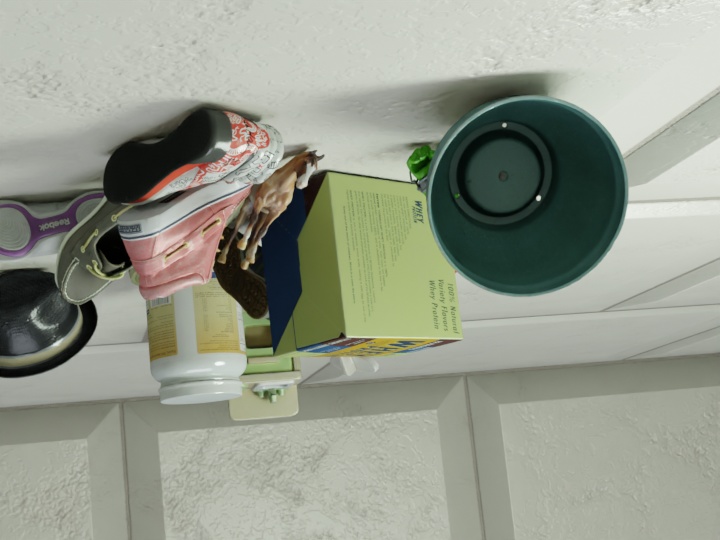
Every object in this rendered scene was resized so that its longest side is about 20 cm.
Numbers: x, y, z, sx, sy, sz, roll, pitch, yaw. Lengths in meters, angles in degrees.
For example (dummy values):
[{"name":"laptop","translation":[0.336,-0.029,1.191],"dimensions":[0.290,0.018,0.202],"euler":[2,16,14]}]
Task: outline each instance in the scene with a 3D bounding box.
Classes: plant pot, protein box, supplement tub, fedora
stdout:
[{"name":"plant pot","translation":[0.156,-0.087,1.325],"dimensions":[0.200,0.200,0.134],"euler":[-5,-164,-6]},{"name":"protein box","translation":[0.000,0.000,1.594],"dimensions":[0.200,0.199,0.135],"euler":[4,165,-43]},{"name":"supplement tub","translation":[-0.245,0.093,1.938],"dimensions":[0.144,0.200,0.144],"euler":[-5,169,-1]},{"name":"fedora","translation":[-0.479,0.059,1.851],"dimensions":[0.200,0.201,0.092],"euler":[-5,136,-5]}]

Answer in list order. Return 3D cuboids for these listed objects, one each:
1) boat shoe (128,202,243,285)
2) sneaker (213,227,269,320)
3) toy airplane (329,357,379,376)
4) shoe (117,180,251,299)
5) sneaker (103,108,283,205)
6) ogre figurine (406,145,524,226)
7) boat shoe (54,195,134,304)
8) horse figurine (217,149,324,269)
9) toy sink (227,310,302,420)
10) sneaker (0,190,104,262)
[{"name":"boat shoe","translation":[-0.211,-0.062,1.506],"dimensions":[0.075,0.068,0.200],"euler":[13,138,-46]},{"name":"sneaker","translation":[-0.122,0.011,1.679],"dimensions":[0.090,0.067,0.200],"euler":[11,-158,-32]},{"name":"toy airplane","translation":[-0.027,0.075,2.123],"dimensions":[0.200,0.141,0.199],"euler":[27,153,1]},{"name":"shoe","translation":[-0.173,-0.044,1.369],"dimensions":[0.071,0.091,0.200],"euler":[3,-156,33]},{"name":"sneaker","translation":[-0.167,-0.104,1.316],"dimensions":[0.108,0.067,0.201],"euler":[8,160,-43]},{"name":"ogre figurine","translation":[0.155,-0.084,1.455],"dimensions":[0.200,0.120,0.098],"euler":[2,166,-34]},{"name":"boat shoe","translation":[-0.278,-0.028,1.439],"dimensions":[0.072,0.060,0.202],"euler":[21,125,-34]},{"name":"horse figurine","translation":[-0.109,-0.067,1.469],"dimensions":[0.050,0.133,0.200],"euler":[28,167,-8]},{"name":"toy sink","translation":[-0.177,0.162,2.333],"dimensions":[0.130,0.200,0.112],"euler":[-3,169,-10]},{"name":"sneaker","translation":[-0.362,-0.041,1.512],"dimensions":[0.200,0.075,0.100],"euler":[-5,168,-3]}]
